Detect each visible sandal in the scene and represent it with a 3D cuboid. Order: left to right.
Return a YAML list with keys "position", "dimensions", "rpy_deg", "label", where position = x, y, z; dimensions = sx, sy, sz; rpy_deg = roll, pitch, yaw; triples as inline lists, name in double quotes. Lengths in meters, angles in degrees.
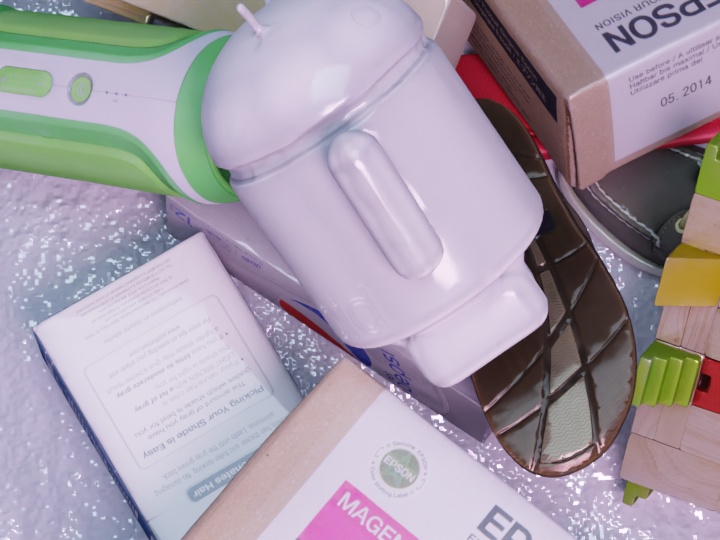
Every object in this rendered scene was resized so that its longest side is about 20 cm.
- position: [0.078, 0.010, 1.341]
  dimensions: [0.081, 0.055, 0.201]
  rpy_deg: [-24, 61, 2]
  label: "sandal"

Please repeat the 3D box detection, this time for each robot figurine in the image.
- position: [0.005, -0.046, 1.256]
  dimensions: [0.113, 0.170, 0.200]
  rpy_deg: [-35, 103, 0]
  label: "robot figurine"

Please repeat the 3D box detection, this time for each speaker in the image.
- position: [-0.127, -0.083, 1.362]
  dimensions: [0.199, 0.088, 0.089]
  rpy_deg: [10, 71, 37]
  label: "speaker"

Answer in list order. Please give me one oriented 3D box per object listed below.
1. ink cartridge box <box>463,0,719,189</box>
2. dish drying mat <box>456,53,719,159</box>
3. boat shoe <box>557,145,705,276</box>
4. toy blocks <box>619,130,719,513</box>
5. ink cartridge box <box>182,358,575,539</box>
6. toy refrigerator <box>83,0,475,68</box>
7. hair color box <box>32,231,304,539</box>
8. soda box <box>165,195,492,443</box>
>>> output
- position: [0.152, -0.156, 1.412]
  dimensions: [0.199, 0.075, 0.165]
  rpy_deg: [-26, 53, -12]
  label: "ink cartridge box"
- position: [0.093, -0.087, 1.428]
  dimensions: [0.199, 0.018, 0.077]
  rpy_deg: [-5, 46, 4]
  label: "dish drying mat"
- position: [0.192, -0.019, 1.409]
  dimensions: [0.201, 0.060, 0.072]
  rpy_deg: [30, 75, 10]
  label: "boat shoe"
- position: [0.210, 0.047, 1.326]
  dimensions: [0.136, 0.100, 0.201]
  rpy_deg: [19, 113, 16]
  label: "toy blocks"
- position: [0.017, 0.166, 1.272]
  dimensions: [0.200, 0.075, 0.165]
  rpy_deg: [37, 77, 12]
  label: "ink cartridge box"
- position: [-0.051, -0.135, 1.379]
  dimensions: [0.199, 0.076, 0.070]
  rpy_deg: [23, 91, 11]
  label: "toy refrigerator"
- position: [-0.069, 0.094, 1.371]
  dimensions: [0.100, 0.061, 0.200]
  rpy_deg: [-30, 77, -9]
  label: "hair color box"
- position: [0.000, 0.000, 1.398]
  dimensions: [0.200, 0.063, 0.068]
  rpy_deg: [33, 74, 7]
  label: "soda box"
